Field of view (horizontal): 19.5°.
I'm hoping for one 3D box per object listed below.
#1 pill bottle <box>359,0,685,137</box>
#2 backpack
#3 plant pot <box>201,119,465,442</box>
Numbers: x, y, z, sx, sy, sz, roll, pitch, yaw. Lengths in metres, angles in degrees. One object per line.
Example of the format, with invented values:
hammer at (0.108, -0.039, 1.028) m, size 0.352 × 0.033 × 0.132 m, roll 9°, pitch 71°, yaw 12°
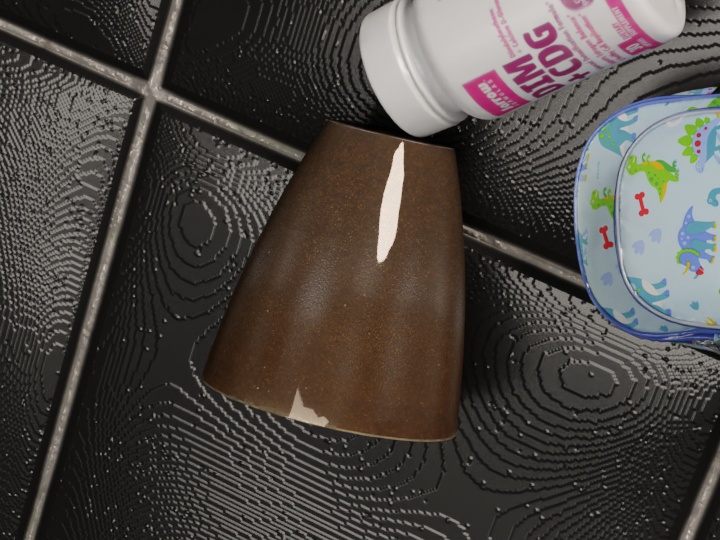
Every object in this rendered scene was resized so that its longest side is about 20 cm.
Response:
pill bottle at (0.107, -0.170, 1.411) m, size 0.200 × 0.113 × 0.113 m, roll -23°, pitch 95°, yaw 27°
backpack at (0.239, -0.034, 1.370) m, size 0.200 × 0.147 × 0.183 m, roll -1°, pitch 88°, yaw 32°
plant pot at (0.000, 0.000, 1.485) m, size 0.187 × 0.187 × 0.200 m, roll 15°, pitch 97°, yaw 18°
